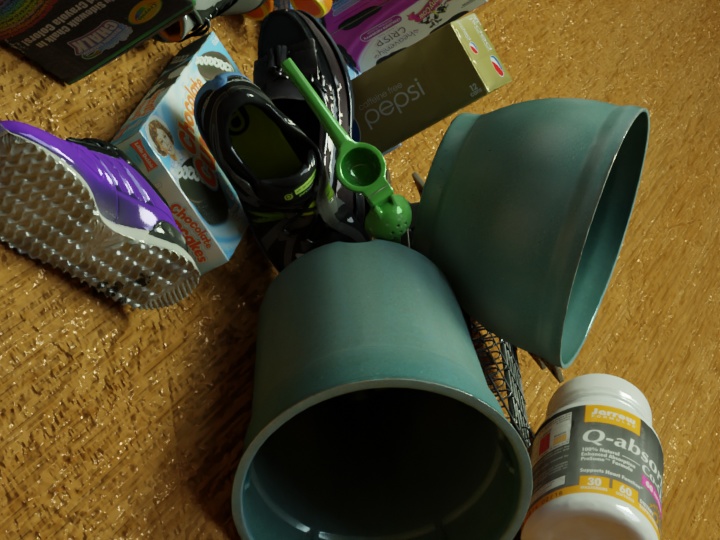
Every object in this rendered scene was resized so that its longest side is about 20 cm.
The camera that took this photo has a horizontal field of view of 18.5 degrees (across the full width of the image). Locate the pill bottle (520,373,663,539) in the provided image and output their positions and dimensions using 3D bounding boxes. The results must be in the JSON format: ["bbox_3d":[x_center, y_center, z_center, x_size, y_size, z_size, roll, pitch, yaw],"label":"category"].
[{"bbox_3d":[0.199,0.182,1.889,0.116,0.116,0.200,51,27,-22],"label":"pill bottle"}]

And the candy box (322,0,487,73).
[{"bbox_3d":[0.031,-0.284,1.944,0.061,0.136,0.200,41,31,-39],"label":"candy box"}]

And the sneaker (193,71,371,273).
[{"bbox_3d":[-0.052,-0.052,1.591,0.200,0.071,0.083,56,-5,-17],"label":"sneaker"}]

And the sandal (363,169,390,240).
[{"bbox_3d":[0.000,0.000,1.734,0.055,0.082,0.200,40,32,-37],"label":"sandal"}]

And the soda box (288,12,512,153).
[{"bbox_3d":[0.015,-0.127,1.754,0.064,0.200,0.068,60,24,-2],"label":"soda box"}]

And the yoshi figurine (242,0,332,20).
[{"bbox_3d":[-0.041,-0.298,1.886,0.112,0.112,0.200,25,62,-17],"label":"yoshi figurine"}]

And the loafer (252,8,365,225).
[{"bbox_3d":[-0.045,-0.116,1.700,0.063,0.072,0.200,15,57,-57],"label":"loafer"}]

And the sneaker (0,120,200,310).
[{"bbox_3d":[-0.189,-0.054,1.452,0.200,0.070,0.100,40,25,-46],"label":"sneaker"}]

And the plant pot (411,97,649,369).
[{"bbox_3d":[0.119,-0.043,1.638,0.200,0.134,0.200,18,90,-76],"label":"plant pot"}]

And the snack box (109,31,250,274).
[{"bbox_3d":[-0.117,-0.090,1.652,0.116,0.037,0.200,56,25,-17],"label":"snack box"}]

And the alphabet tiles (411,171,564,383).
[{"bbox_3d":[0.109,0.006,1.909,0.200,0.006,0.166,52,-6,27],"label":"alphabet tiles"}]

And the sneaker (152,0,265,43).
[{"bbox_3d":[-0.136,-0.208,1.702,0.200,0.074,0.079,-6,67,-58],"label":"sneaker"}]

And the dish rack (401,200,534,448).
[{"bbox_3d":[0.087,0.049,1.770,0.200,0.055,0.153,59,21,-48],"label":"dish rack"}]

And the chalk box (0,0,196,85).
[{"bbox_3d":[-0.199,-0.224,1.534,0.200,0.125,0.124,32,38,-49],"label":"chalk box"}]

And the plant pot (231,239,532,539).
[{"bbox_3d":[0.005,0.092,1.539,0.200,0.200,0.196,46,20,-31],"label":"plant pot"}]

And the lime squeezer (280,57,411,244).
[{"bbox_3d":[0.005,-0.065,1.586,0.200,0.038,0.071,60,5,-29],"label":"lime squeezer"}]

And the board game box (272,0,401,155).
[{"bbox_3d":[-0.031,-0.213,1.955,0.151,0.037,0.200,38,32,-42],"label":"board game box"}]
